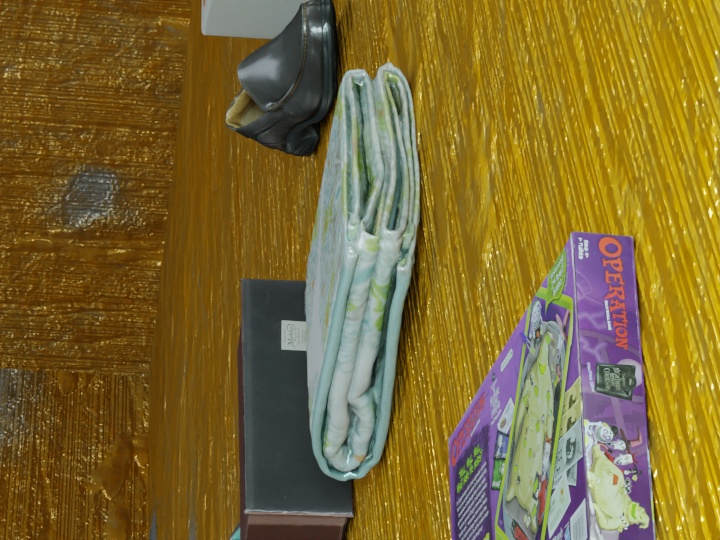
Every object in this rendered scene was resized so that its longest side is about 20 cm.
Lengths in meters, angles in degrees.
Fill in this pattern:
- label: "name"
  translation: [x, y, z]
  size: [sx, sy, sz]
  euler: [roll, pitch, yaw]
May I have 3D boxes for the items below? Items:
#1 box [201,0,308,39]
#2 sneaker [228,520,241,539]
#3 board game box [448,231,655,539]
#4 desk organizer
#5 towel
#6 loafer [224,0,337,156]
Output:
- label: "box"
  translation: [-0.067, -0.279, 1.595]
  size: [0.200, 0.097, 0.125]
  euler: [118, 154, -68]
- label: "sneaker"
  translation: [-0.078, 0.247, 1.537]
  size: [0.091, 0.077, 0.200]
  euler: [-93, 12, -59]
- label: "board game box"
  translation: [0.069, 0.083, 0.789]
  size: [0.200, 0.032, 0.120]
  euler: [112, 155, -62]
- label: "desk organizer"
  translation: [-0.049, 0.106, 1.406]
  size: [0.077, 0.072, 0.200]
  euler: [100, 170, -48]
- label: "towel"
  translation: [0.000, 0.000, 1.220]
  size: [0.171, 0.048, 0.200]
  euler: [-91, 9, -47]
- label: "loafer"
  translation: [-0.059, -0.146, 1.570]
  size: [0.200, 0.072, 0.073]
  euler: [112, 161, -62]
